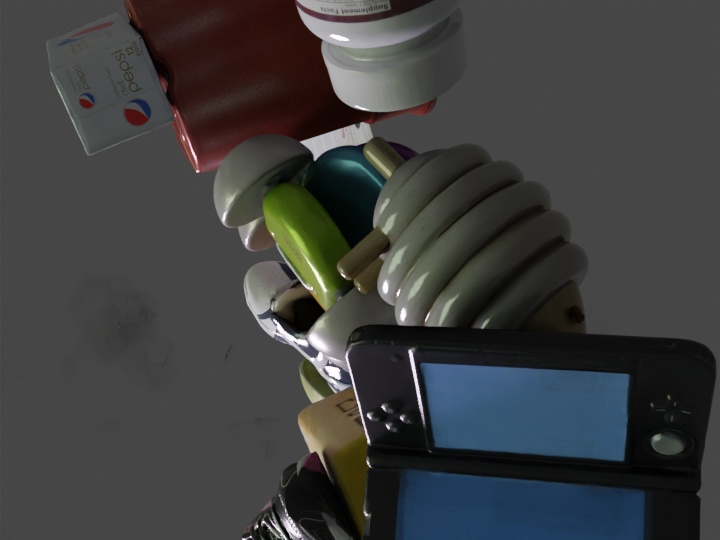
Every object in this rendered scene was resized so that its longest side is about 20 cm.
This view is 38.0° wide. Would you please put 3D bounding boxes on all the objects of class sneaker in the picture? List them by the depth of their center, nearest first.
[{"bbox_3d":[-0.052,0.208,0.813,0.081,0.086,0.201,60,168,24],"label":"sneaker"},{"bbox_3d":[-0.057,0.028,1.000,0.199,0.079,0.130,49,166,36],"label":"sneaker"}]

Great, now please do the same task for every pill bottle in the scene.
[{"bbox_3d":[0.005,-0.202,0.608,0.110,0.109,0.201,-124,13,-48],"label":"pill bottle"}]

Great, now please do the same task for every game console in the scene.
[{"bbox_3d":[0.090,0.129,0.581,0.177,0.198,0.117,78,-161,-47],"label":"game console"}]

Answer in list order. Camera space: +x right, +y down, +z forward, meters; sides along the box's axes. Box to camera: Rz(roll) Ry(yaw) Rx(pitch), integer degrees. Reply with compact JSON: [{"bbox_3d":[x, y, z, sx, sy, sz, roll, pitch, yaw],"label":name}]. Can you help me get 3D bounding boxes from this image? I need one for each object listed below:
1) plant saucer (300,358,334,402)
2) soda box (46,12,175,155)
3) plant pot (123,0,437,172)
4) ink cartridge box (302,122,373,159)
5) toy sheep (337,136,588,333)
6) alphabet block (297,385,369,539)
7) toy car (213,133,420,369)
[{"bbox_3d":[0.012,0.167,1.303,0.031,0.198,0.200,-68,24,13],"label":"plant saucer"},{"bbox_3d":[-0.194,-0.147,0.793,0.200,0.068,0.064,-134,22,-66],"label":"soda box"},{"bbox_3d":[-0.069,-0.181,0.820,0.201,0.194,0.203,156,90,-81],"label":"plant pot"},{"bbox_3d":[-0.013,-0.136,1.074,0.200,0.056,0.164,-48,55,58],"label":"ink cartridge box"},{"bbox_3d":[0.065,-0.009,0.657,0.200,0.138,0.138,48,167,13],"label":"toy sheep"},{"bbox_3d":[0.079,0.178,0.868,0.197,0.195,0.200,65,171,-5],"label":"alphabet block"},{"bbox_3d":[-0.006,-0.030,0.792,0.176,0.149,0.200,53,178,11],"label":"toy car"}]
